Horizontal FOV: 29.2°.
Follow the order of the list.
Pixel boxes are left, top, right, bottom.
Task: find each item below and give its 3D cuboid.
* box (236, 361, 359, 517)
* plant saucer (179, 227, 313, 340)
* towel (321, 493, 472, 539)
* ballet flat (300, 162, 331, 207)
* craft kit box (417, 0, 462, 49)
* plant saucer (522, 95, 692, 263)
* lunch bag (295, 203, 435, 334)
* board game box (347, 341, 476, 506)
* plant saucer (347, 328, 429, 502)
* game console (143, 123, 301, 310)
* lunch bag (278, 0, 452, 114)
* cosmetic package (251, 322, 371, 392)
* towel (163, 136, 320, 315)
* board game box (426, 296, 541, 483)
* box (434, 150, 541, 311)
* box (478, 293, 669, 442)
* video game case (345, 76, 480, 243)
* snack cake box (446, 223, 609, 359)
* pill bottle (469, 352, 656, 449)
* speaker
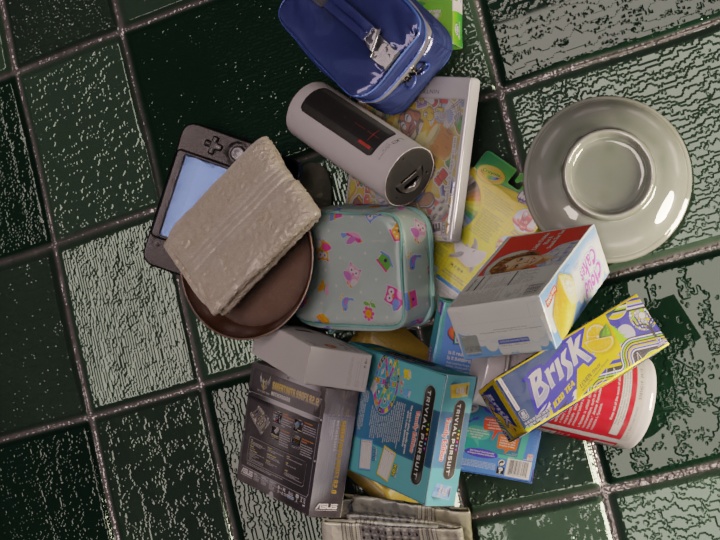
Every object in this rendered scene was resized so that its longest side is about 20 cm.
[{"bbox_3d":[-0.082,0.208,1.729,0.200,0.048,0.159,10,92,57],"label":"box"},{"bbox_3d":[-0.137,-0.013,1.728,0.199,0.034,0.202,-2,86,29],"label":"plant saucer"},{"bbox_3d":[0.046,0.379,1.719,0.192,0.035,0.201,3,103,21],"label":"towel"},{"bbox_3d":[-0.089,-0.043,1.784,0.067,0.064,0.201,20,96,19],"label":"ballet flat"},{"bbox_3d":[0.031,-0.376,1.757,0.199,0.048,0.199,-1,91,21],"label":"craft kit box"},{"bbox_3d":[0.291,-0.110,1.621,0.199,0.050,0.201,-1,84,6],"label":"plant saucer"},{"bbox_3d":[0.000,0.000,1.709,0.199,0.077,0.161,2,100,43],"label":"lunch bag"},{"bbox_3d":[0.047,0.178,1.633,0.200,0.047,0.152,15,96,54],"label":"board game box"},{"bbox_3d":[0.028,0.182,1.743,0.200,0.048,0.200,40,103,18],"label":"plant saucer"},{"bbox_3d":[-0.181,-0.073,1.786,0.170,0.118,0.201,19,95,-3],"label":"game console"},{"bbox_3d":[0.006,-0.285,1.662,0.200,0.132,0.136,46,105,23],"label":"lunch bag"},{"bbox_3d":[-0.063,0.102,1.699,0.082,0.200,0.051,8,94,-24],"label":"cosmetic package"},{"bbox_3d":[-0.147,-0.051,1.700,0.200,0.034,0.133,-43,69,18],"label":"towel"},{"bbox_3d":[0.151,0.144,1.664,0.151,0.045,0.201,11,95,-6],"label":"board game box"},{"bbox_3d":[0.148,-0.036,1.702,0.117,0.048,0.200,37,104,18],"label":"box"},{"bbox_3d":[0.232,0.106,1.507,0.199,0.064,0.070,-29,80,-18],"label":"box"},{"bbox_3d":[0.060,-0.142,1.719,0.181,0.023,0.201,8,93,41],"label":"video game case"},{"bbox_3d":[0.192,0.022,1.554,0.115,0.200,0.067,-10,110,32],"label":"snack cake box"},{"bbox_3d":[0.230,0.133,1.592,0.199,0.112,0.113,13,94,-8],"label":"pill bottle"},{"bbox_3d":[-0.002,-0.158,1.709,0.200,0.081,0.081,38,103,37],"label":"speaker"}]
